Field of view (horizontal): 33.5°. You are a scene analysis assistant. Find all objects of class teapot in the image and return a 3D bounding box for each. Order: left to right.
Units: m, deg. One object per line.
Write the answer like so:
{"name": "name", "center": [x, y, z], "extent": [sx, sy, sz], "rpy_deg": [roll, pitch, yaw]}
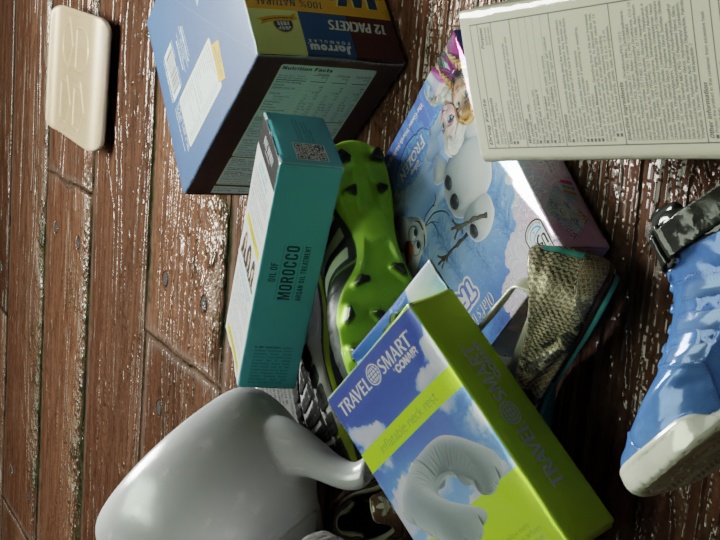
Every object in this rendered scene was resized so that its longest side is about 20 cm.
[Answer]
{"name": "teapot", "center": [-0.104, 0.203, 0.953], "extent": [0.146, 0.197, 0.200], "rpy_deg": [46, 158, 11]}

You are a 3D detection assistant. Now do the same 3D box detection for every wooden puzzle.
{"name": "wooden puzzle", "center": [-0.399, -0.280, 1.729], "extent": [0.200, 0.046, 0.187], "rpy_deg": [27, 115, 53]}

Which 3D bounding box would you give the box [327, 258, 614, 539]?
{"name": "box", "center": [0.058, 0.109, 0.765], "extent": [0.201, 0.047, 0.122], "rpy_deg": [56, 135, 18]}

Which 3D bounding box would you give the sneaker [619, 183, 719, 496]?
{"name": "sneaker", "center": [0.185, 0.024, 0.633], "extent": [0.112, 0.076, 0.201], "rpy_deg": [59, 136, 32]}

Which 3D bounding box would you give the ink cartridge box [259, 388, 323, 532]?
{"name": "ink cartridge box", "center": [-0.066, 0.222, 1.121], "extent": [0.174, 0.043, 0.201], "rpy_deg": [93, 166, -56]}

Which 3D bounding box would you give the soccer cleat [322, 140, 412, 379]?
{"name": "soccer cleat", "center": [0.000, 0.000, 0.911], "extent": [0.081, 0.067, 0.202], "rpy_deg": [127, 141, -64]}

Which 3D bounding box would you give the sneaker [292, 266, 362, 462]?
{"name": "sneaker", "center": [-0.015, 0.070, 0.997], "extent": [0.074, 0.080, 0.202], "rpy_deg": [135, 126, -61]}

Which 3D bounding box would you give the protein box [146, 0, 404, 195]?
{"name": "protein box", "center": [-0.084, -0.202, 1.058], "extent": [0.200, 0.134, 0.200], "rpy_deg": [-50, 48, 50]}

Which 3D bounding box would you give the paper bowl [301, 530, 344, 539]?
{"name": "paper bowl", "center": [-0.061, 0.277, 0.836], "extent": [0.104, 0.200, 0.202], "rpy_deg": [24, 117, 22]}

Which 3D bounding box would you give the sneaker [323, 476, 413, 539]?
{"name": "sneaker", "center": [0.001, 0.199, 0.982], "extent": [0.200, 0.075, 0.071], "rpy_deg": [-41, 56, 54]}

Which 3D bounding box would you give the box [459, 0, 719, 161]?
{"name": "box", "center": [0.148, -0.111, 0.648], "extent": [0.199, 0.077, 0.096], "rpy_deg": [10, 114, 56]}

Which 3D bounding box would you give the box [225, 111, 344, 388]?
{"name": "box", "center": [-0.062, -0.013, 0.923], "extent": [0.082, 0.049, 0.201], "rpy_deg": [-111, 30, -54]}

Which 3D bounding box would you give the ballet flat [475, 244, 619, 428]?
{"name": "ballet flat", "center": [0.104, 0.065, 0.775], "extent": [0.075, 0.068, 0.201], "rpy_deg": [21, 126, 12]}

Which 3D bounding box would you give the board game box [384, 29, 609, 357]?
{"name": "board game box", "center": [0.076, -0.031, 0.868], "extent": [0.201, 0.043, 0.200], "rpy_deg": [-60, 42, 44]}
